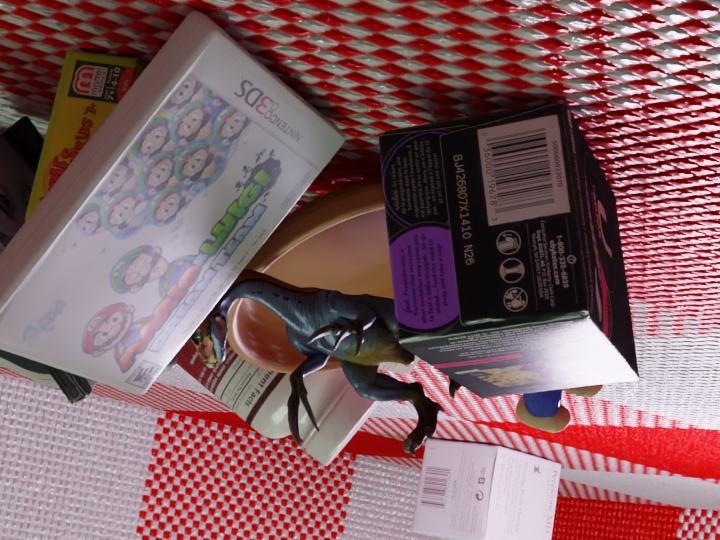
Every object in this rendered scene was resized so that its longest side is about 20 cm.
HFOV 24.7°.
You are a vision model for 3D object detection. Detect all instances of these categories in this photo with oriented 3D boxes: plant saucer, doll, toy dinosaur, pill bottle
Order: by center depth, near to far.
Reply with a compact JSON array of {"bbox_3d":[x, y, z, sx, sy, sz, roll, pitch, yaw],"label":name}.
[{"bbox_3d":[-0.021,0.044,1.057,0.181,0.105,0.200,34,-157,-11],"label":"toy dinosaur"},{"bbox_3d":[0.000,0.000,1.106,0.199,0.038,0.200,-16,149,-10],"label":"plant saucer"},{"bbox_3d":[0.130,0.035,1.149,0.048,0.136,0.200,31,152,32],"label":"doll"},{"bbox_3d":[-0.076,0.057,1.292,0.200,0.113,0.113,40,171,6],"label":"pill bottle"}]

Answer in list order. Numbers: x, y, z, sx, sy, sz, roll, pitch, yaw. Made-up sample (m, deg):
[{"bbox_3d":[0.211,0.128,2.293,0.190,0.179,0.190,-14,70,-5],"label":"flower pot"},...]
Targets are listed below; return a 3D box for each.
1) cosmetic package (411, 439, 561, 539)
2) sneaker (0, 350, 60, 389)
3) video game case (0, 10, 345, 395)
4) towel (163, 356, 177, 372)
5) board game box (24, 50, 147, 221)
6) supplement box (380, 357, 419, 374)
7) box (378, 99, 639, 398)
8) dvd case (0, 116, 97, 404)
[{"bbox_3d":[0.223,0.398,2.892,0.166,0.168,0.200,0,167,41],"label":"cosmetic package"},{"bbox_3d":[-0.255,0.011,1.164,0.201,0.077,0.146,3,142,35],"label":"sneaker"},{"bbox_3d":[-0.107,-0.027,0.901,0.024,0.200,0.182,40,-177,25],"label":"video game case"},{"bbox_3d":[-0.239,0.011,1.244,0.146,0.024,0.200,2,141,37],"label":"towel"},{"bbox_3d":[-0.128,-0.051,1.005,0.047,0.102,0.200,9,170,18],"label":"board game box"},{"bbox_3d":[-0.041,0.032,1.446,0.199,0.074,0.126,11,169,-3],"label":"supplement box"},{"bbox_3d":[0.091,-0.004,0.945,0.105,0.123,0.200,-9,165,15],"label":"box"},{"bbox_3d":[-0.192,-0.014,1.018,0.016,0.149,0.200,-30,-168,11],"label":"dvd case"}]
